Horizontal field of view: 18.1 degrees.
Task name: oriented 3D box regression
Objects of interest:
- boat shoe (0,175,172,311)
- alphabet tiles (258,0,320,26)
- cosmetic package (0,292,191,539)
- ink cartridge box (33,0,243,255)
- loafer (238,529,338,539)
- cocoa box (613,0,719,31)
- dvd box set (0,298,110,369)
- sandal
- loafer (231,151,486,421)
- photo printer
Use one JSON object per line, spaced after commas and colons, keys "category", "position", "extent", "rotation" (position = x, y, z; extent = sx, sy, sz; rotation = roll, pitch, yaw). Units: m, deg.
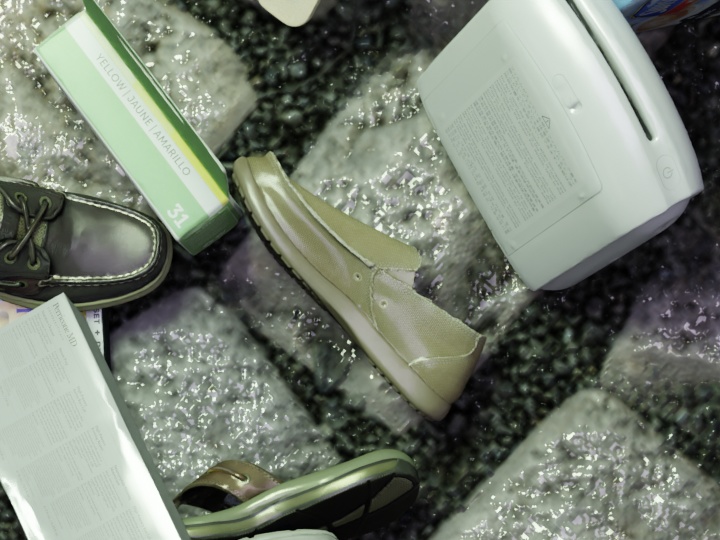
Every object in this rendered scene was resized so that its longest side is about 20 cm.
{"category": "boat shoe", "position": [-0.213, -0.019, 1.347], "extent": [0.199, 0.065, 0.074], "rotation": [3, 77, 1]}
{"category": "alphabet tiles", "position": [-0.036, -0.254, 1.332], "extent": [0.200, 0.015, 0.196], "rotation": [36, 117, 13]}
{"category": "cosmetic package", "position": [-0.162, 0.120, 1.312], "extent": [0.082, 0.051, 0.201], "rotation": [-29, 66, 1]}
{"category": "ink cartridge box", "position": [-0.131, -0.086, 1.313], "extent": [0.048, 0.200, 0.146], "rotation": [-38, 86, -2]}
{"category": "loafer", "position": [-0.096, 0.215, 1.328], "extent": [0.199, 0.070, 0.070], "rotation": [-25, 52, -4]}
{"category": "cocoa box", "position": [0.186, -0.222, 1.298], "extent": [0.130, 0.200, 0.134], "rotation": [-15, 87, -14]}
{"category": "dvd box set", "position": [-0.254, 0.046, 1.391], "extent": [0.199, 0.029, 0.147], "rotation": [-3, 85, 1]}
{"category": "sandal", "position": [-0.063, 0.143, 1.369], "extent": [0.200, 0.080, 0.058], "rotation": [-17, 59, -2]}
{"category": "loafer", "position": [0.000, 0.000, 1.372], "extent": [0.067, 0.076, 0.200], "rotation": [-41, 95, -4]}
{"category": "photo printer", "position": [0.116, -0.084, 1.308], "extent": [0.069, 0.200, 0.167], "rotation": [-28, 85, -19]}
